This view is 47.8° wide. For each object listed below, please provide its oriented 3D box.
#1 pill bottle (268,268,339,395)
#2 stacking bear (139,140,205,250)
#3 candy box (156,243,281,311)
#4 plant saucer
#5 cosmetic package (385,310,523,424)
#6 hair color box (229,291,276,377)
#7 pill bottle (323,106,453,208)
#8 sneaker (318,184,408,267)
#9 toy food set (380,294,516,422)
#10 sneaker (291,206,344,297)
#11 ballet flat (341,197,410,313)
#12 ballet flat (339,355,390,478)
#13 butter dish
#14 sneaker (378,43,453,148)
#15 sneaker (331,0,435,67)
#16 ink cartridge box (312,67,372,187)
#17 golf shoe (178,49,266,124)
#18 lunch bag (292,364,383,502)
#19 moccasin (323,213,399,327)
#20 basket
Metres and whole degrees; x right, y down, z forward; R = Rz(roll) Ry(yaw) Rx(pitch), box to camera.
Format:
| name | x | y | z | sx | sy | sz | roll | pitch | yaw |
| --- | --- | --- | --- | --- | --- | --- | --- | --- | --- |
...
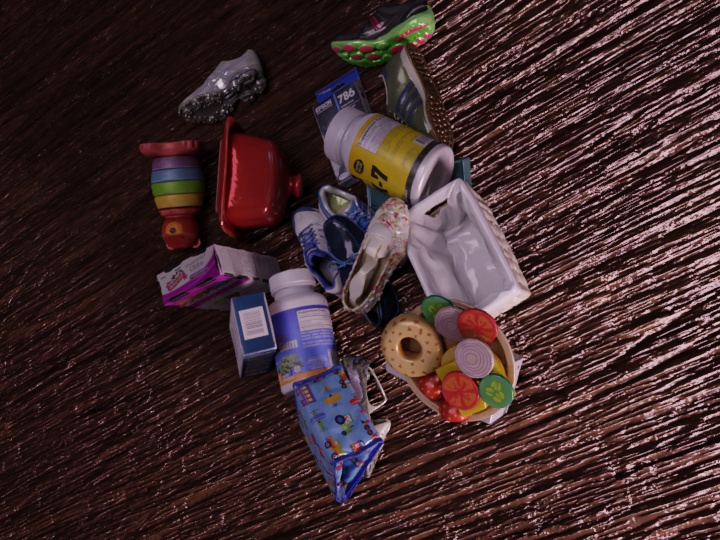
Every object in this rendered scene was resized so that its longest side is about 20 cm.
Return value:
| name | x | y | z | sx | sy | sz | roll | pitch | yaw |
| --- | --- | --- | --- | --- | --- | --- | --- | --- | --- |
| pill bottle | -0.103 | 0.105 | 1.412 | 0.110 | 0.112 | 0.204 | -20 | 75 | 25 |
| stacking bear | -0.354 | -0.143 | 1.585 | 0.119 | 0.114 | 0.205 | -3 | 93 | 4 |
| candy box | -0.245 | 0.017 | 1.451 | 0.135 | 0.199 | 0.062 | -26 | 73 | 22 |
| plant saucer | 0.095 | -0.144 | 1.389 | 0.197 | 0.019 | 0.072 | -8 | 79 | 29 |
| cosmetic package | 0.145 | 0.147 | 1.283 | 0.198 | 0.074 | 0.104 | 23 | 110 | 31 |
| hair color box | -0.189 | 0.115 | 1.415 | 0.059 | 0.200 | 0.102 | -11 | 75 | -14 |
| pill bottle | 0.044 | -0.187 | 1.329 | 0.198 | 0.114 | 0.116 | 29 | 98 | 25 |
| sneaker | -0.003 | -0.074 | 1.388 | 0.199 | 0.077 | 0.076 | 36 | 81 | 19 |
| toy food set | 0.136 | 0.132 | 1.197 | 0.197 | 0.048 | 0.202 | -31 | 91 | 36 |
| sneaker | -0.069 | -0.040 | 1.426 | 0.075 | 0.088 | 0.201 | -45 | 64 | 18 |
| ballet flat | 0.023 | -0.015 | 1.264 | 0.075 | 0.064 | 0.203 | 28 | 115 | 20 |
| ballet flat | 0.015 | 0.240 | 1.357 | 0.071 | 0.072 | 0.205 | -13 | 86 | 26 |
| butter dish | -0.173 | -0.156 | 1.466 | 0.144 | 0.199 | 0.205 | 3 | 84 | 5 |
| sneaker | 0.089 | -0.276 | 1.388 | 0.089 | 0.066 | 0.204 | -28 | 75 | 37 |
| sneaker | 0.041 | -0.420 | 1.431 | 0.196 | 0.077 | 0.085 | -12 | 61 | 24 |
| ink cartridge box | -0.024 | -0.261 | 1.457 | 0.098 | 0.039 | 0.203 | -27 | 71 | 24 |
| golf shoe | -0.272 | -0.361 | 1.598 | 0.197 | 0.078 | 0.099 | -21 | 57 | 19 |
| lunch bag | -0.052 | 0.282 | 1.339 | 0.152 | 0.093 | 0.202 | 57 | 151 | 29 |
| moccasin | 0.000 | 0.000 | 1.349 | 0.080 | 0.068 | 0.202 | -31 | 96 | 38 |
| basket | 0.166 | -0.019 | 1.274 | 0.134 | 0.123 | 0.203 | -32 | 71 | 22 |
